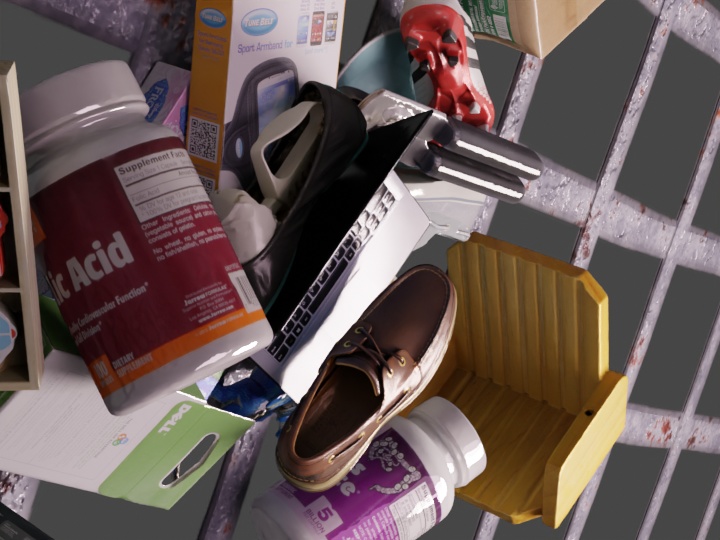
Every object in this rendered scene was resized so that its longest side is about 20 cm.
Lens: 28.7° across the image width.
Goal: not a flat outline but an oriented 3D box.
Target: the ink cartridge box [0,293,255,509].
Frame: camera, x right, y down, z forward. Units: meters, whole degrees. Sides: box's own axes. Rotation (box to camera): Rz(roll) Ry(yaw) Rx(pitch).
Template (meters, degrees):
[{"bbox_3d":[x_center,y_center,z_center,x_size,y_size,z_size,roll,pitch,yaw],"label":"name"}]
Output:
[{"bbox_3d":[-0.179,0.095,0.969,0.104,0.059,0.200,-46,141,14],"label":"ink cartridge box"}]

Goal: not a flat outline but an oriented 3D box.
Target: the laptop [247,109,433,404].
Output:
[{"bbox_3d":[0.000,0.000,1.023,0.187,0.116,0.200,-55,140,-13],"label":"laptop"}]

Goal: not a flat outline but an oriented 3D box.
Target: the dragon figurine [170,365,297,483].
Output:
[{"bbox_3d":[-0.067,0.103,1.141,0.200,0.099,0.059,-44,138,-32],"label":"dragon figurine"}]

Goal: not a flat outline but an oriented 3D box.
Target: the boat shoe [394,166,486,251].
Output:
[{"bbox_3d":[0.045,-0.049,1.198,0.201,0.070,0.072,-1,105,-56],"label":"boat shoe"}]

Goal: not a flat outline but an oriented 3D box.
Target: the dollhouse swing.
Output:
[{"bbox_3d":[0.125,0.098,1.314,0.182,0.200,0.176,-51,143,-25],"label":"dollhouse swing"}]

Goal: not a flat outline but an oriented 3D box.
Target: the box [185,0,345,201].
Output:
[{"bbox_3d":[-0.068,-0.124,1.001,0.119,0.041,0.200,-17,122,-49],"label":"box"}]

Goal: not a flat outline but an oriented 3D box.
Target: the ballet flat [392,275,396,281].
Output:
[{"bbox_3d":[0.016,0.051,1.232,0.071,0.071,0.200,-36,145,-39],"label":"ballet flat"}]

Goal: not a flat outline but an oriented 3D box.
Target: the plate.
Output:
[{"bbox_3d":[0.012,-0.110,1.205,0.200,0.026,0.200,-31,130,-44],"label":"plate"}]

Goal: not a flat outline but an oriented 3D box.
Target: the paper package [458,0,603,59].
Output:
[{"bbox_3d":[0.154,-0.319,1.221,0.191,0.103,0.200,-44,139,-30],"label":"paper package"}]

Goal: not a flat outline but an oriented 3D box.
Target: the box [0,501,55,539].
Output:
[{"bbox_3d":[-0.194,0.249,0.955,0.046,0.200,0.159,-42,137,-30],"label":"box"}]

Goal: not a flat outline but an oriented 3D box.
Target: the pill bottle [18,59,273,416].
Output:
[{"bbox_3d":[-0.146,-0.021,0.877,0.114,0.114,0.200,-23,86,-47],"label":"pill bottle"}]

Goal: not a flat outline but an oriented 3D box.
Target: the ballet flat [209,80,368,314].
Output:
[{"bbox_3d":[-0.066,-0.048,0.961,0.068,0.068,0.200,50,58,-40],"label":"ballet flat"}]

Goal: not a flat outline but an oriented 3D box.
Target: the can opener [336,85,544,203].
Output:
[{"bbox_3d":[0.063,-0.110,1.156,0.200,0.067,0.053,15,121,-40],"label":"can opener"}]

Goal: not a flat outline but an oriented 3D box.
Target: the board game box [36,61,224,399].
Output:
[{"bbox_3d":[-0.135,-0.015,1.035,0.200,0.041,0.200,-61,145,-12],"label":"board game box"}]

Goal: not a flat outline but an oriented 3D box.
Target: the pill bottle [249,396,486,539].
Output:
[{"bbox_3d":[0.011,0.197,1.253,0.200,0.112,0.112,-32,133,-23],"label":"pill bottle"}]

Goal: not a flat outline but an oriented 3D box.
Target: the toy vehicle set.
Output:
[{"bbox_3d":[-0.254,-0.022,0.809,0.027,0.124,0.200,-98,-172,-63],"label":"toy vehicle set"}]

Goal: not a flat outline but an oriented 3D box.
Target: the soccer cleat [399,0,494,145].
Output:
[{"bbox_3d":[0.073,-0.172,1.179,0.200,0.069,0.085,66,24,-56],"label":"soccer cleat"}]

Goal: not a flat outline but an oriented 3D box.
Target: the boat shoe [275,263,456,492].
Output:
[{"bbox_3d":[0.009,0.077,1.056,0.200,0.072,0.068,-53,170,-14],"label":"boat shoe"}]
